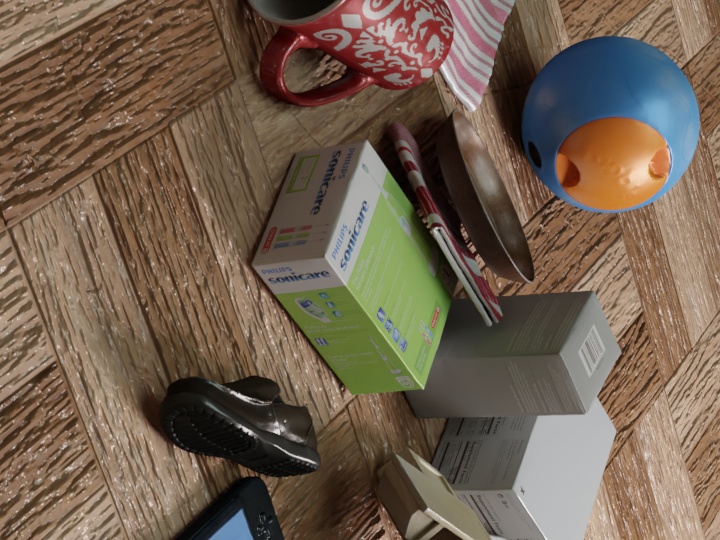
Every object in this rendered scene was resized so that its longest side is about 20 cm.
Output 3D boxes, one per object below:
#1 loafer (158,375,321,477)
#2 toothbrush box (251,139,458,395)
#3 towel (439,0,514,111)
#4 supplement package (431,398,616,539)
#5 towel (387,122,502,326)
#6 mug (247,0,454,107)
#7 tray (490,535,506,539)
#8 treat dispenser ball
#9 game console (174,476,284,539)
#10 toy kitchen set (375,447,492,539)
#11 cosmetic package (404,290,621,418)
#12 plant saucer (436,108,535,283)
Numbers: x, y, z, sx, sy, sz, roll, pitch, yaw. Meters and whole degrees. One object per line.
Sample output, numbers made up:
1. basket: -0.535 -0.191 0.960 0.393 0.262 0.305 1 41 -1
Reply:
1. loafer: -0.105 0.123 1.541 0.200 0.073 0.071 36 47 -55
2. toothbrush box: 0.000 0.000 1.690 0.200 0.086 0.146 55 41 -39
3. towel: 0.117 -0.294 1.964 0.146 0.030 0.200 50 47 -40
4. supplement package: 0.172 0.201 1.900 0.156 0.111 0.200 57 43 -35
5. towel: 0.084 -0.048 1.788 0.144 0.023 0.200 56 8 -35
6. mug: -0.019 -0.243 1.699 0.200 0.177 0.134 28 26 -56
7. tray: 0.090 0.361 1.798 0.107 0.022 0.200 11 72 -17
8. treat dispenser ball: 0.283 -0.166 2.041 0.201 0.201 0.201 13 75 -55
9. game console: -0.076 0.289 1.505 0.200 0.118 0.171 -40 118 -52
10. toy kitchen set: 0.023 0.287 1.698 0.163 0.180 0.200 42 12 -49
11. cosmetic package: 0.143 0.085 1.794 0.107 0.200 0.090 -54 127 -42
12. plant saucer: 0.127 -0.073 1.886 0.200 0.034 0.200 59 16 -28
